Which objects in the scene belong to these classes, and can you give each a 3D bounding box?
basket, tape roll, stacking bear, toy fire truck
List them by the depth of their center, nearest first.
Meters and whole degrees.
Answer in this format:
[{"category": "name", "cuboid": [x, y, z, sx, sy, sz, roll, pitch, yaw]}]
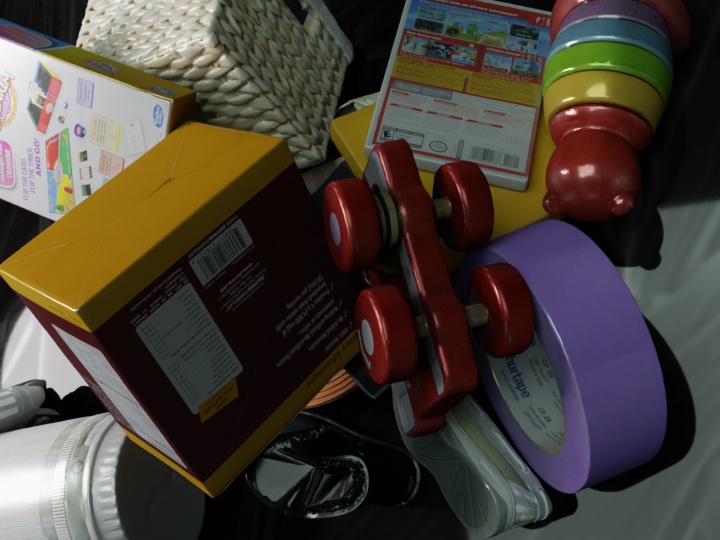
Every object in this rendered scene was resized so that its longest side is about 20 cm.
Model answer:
[{"category": "toy fire truck", "cuboid": [0.034, 0.015, 0.679, 0.112, 0.168, 0.200, -11, 71, -17]}, {"category": "tape roll", "cuboid": [0.149, 0.065, 0.696, 0.066, 0.200, 0.200, -20, 67, -13]}, {"category": "stacking bear", "cuboid": [0.202, -0.134, 0.750, 0.121, 0.114, 0.200, 4, 69, 24]}, {"category": "basket", "cuboid": [-0.145, -0.196, 0.867, 0.200, 0.198, 0.161, -9, 55, 30]}]

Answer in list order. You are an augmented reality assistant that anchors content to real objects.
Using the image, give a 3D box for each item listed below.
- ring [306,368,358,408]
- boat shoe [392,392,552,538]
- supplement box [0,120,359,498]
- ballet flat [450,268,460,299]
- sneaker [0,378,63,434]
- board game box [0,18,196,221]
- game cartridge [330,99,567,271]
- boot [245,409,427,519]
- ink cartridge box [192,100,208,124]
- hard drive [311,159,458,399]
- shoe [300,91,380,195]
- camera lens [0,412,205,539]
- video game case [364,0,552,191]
[{"category": "ring", "cuboid": [-0.049, 0.038, 0.886, 0.200, 0.019, 0.201, -10, 66, 23]}, {"category": "boat shoe", "cuboid": [0.086, 0.140, 0.775, 0.202, 0.065, 0.075, 53, 138, 47]}, {"category": "supplement box", "cuboid": [-0.125, 0.025, 0.710, 0.133, 0.200, 0.197, 18, 53, 45]}, {"category": "ballet flat", "cuboid": [0.084, -0.036, 0.832, 0.071, 0.069, 0.201, -8, 74, 4]}, {"category": "sneaker", "cuboid": [-0.387, 0.174, 0.989, 0.200, 0.115, 0.075, -38, 75, 51]}, {"category": "board game box", "cuboid": [-0.250, -0.115, 0.789, 0.200, 0.040, 0.153, 22, 118, 11]}, {"category": "game cartridge", "cuboid": [0.099, -0.100, 0.803, 0.200, 0.032, 0.176, -25, 65, -14]}, {"category": "boot", "cuboid": [-0.055, 0.163, 0.785, 0.200, 0.168, 0.077, 10, 82, 26]}, {"category": "ink cartridge box", "cuboid": [-0.194, -0.062, 0.851, 0.147, 0.200, 0.076, 3, 53, 18]}, {"category": "hard drive", "cuboid": [0.000, 0.000, 0.822, 0.135, 0.042, 0.200, -45, 54, 24]}, {"category": "shoe", "cuboid": [-0.007, -0.128, 0.896, 0.200, 0.053, 0.070, -29, 68, 16]}, {"category": "camera lens", "cuboid": [-0.273, 0.224, 0.873, 0.200, 0.160, 0.160, -13, 73, 21]}, {"category": "video game case", "cuboid": [0.094, -0.170, 0.813, 0.143, 0.017, 0.200, 13, 62, 4]}]
